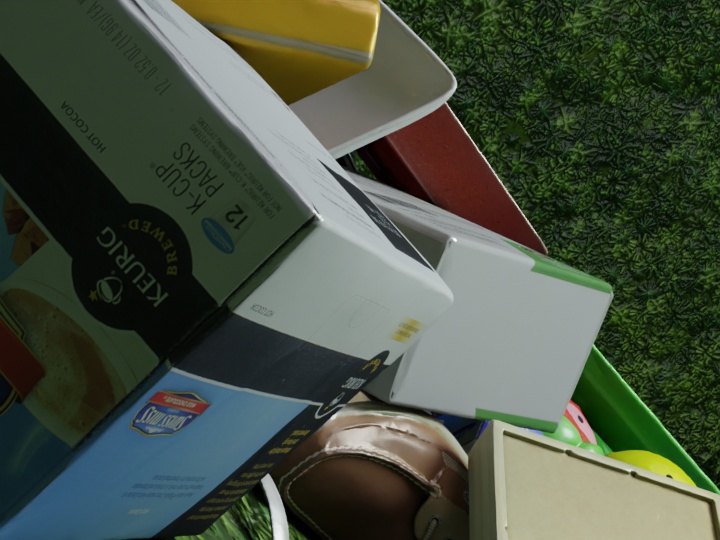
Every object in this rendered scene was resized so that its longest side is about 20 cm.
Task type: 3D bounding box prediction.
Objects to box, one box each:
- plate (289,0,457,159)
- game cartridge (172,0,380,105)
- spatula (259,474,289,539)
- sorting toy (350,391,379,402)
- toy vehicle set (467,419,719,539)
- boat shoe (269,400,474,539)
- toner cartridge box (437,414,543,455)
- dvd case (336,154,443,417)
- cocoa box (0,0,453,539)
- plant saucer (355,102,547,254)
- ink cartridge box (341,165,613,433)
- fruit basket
[{"bbox_3d":[-0.085,-0.092,0.894,0.200,0.199,0.032,50,-18,37],"label":"plate"},{"bbox_3d":[-0.113,-0.102,0.737,0.200,0.033,0.176,12,-7,-19],"label":"game cartridge"},{"bbox_3d":[-0.041,0.093,0.762,0.057,0.021,0.200,41,8,-45],"label":"spatula"},{"bbox_3d":[-0.034,0.051,1.089,0.200,0.036,0.185,40,8,-24],"label":"sorting toy"},{"bbox_3d":[0.109,0.159,0.795,0.124,0.027,0.200,20,37,-14],"label":"toy vehicle set"},{"bbox_3d":[0.031,0.122,0.865,0.200,0.076,0.072,32,26,-45],"label":"boat shoe"},{"bbox_3d":[0.100,0.160,0.998,0.200,0.095,0.043,46,41,-15],"label":"toner cartridge box"},{"bbox_3d":[0.016,0.003,1.163,0.150,0.025,0.200,43,23,-85],"label":"dvd case"},{"bbox_3d":[-0.075,-0.003,0.580,0.133,0.131,0.200,48,5,14],"label":"cocoa box"},{"bbox_3d":[0.006,-0.098,1.047,0.200,0.037,0.200,54,-4,-25],"label":"plant saucer"},{"bbox_3d":[0.000,0.000,0.927,0.200,0.084,0.145,26,7,39],"label":"ink cartridge box"},{"bbox_3d":[0.154,0.144,1.116,0.215,0.156,0.216,27,-36,21],"label":"fruit basket"}]
